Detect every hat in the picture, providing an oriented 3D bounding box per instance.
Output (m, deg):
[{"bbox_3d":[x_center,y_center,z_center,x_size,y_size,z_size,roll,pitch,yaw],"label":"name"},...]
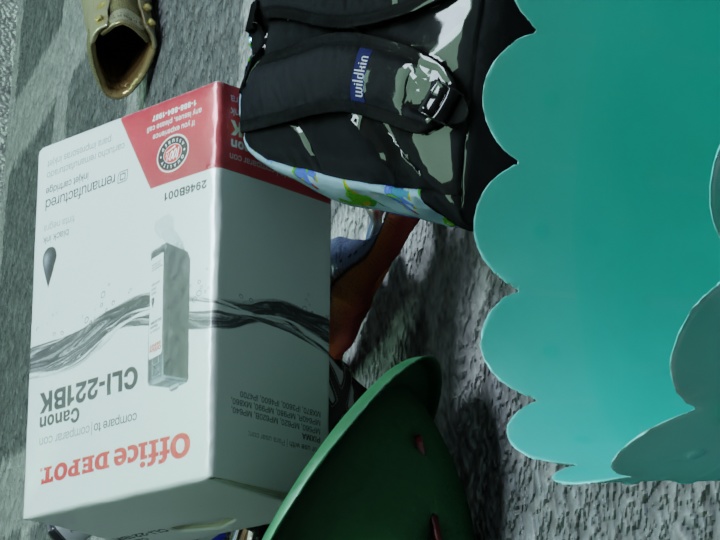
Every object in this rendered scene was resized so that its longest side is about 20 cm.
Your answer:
[{"bbox_3d":[0.050,0.164,1.095,0.200,0.175,0.166,-52,-20,-23],"label":"hat"}]

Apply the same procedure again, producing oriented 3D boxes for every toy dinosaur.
[{"bbox_3d":[0.000,0.000,1.311,0.181,0.105,0.201,6,131,60],"label":"toy dinosaur"}]

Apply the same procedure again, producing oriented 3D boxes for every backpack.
[{"bbox_3d":[0.023,-0.095,1.082,0.199,0.153,0.164,3,84,43],"label":"backpack"}]

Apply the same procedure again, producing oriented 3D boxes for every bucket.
[{"bbox_3d":[0.126,-0.034,0.683,0.207,0.134,0.209,-175,90,-75],"label":"bucket"}]

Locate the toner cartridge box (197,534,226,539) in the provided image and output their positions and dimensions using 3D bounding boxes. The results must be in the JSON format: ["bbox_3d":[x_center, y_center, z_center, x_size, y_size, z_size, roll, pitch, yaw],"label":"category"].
[{"bbox_3d":[-0.156,0.142,1.721,0.095,0.043,0.200,62,172,-14],"label":"toner cartridge box"}]

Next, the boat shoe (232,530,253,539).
[{"bbox_3d":[-0.042,0.170,1.358,0.200,0.072,0.073,115,169,-48],"label":"boat shoe"}]

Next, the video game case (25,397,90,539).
[{"bbox_3d":[-0.148,0.087,1.621,0.180,0.026,0.200,-37,26,5],"label":"video game case"}]

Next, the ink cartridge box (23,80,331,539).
[{"bbox_3d":[-0.091,0.026,1.175,0.144,0.083,0.202,-16,67,41],"label":"ink cartridge box"}]

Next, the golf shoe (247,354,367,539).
[{"bbox_3d":[-0.037,0.066,1.251,0.077,0.094,0.201,-21,78,39],"label":"golf shoe"}]

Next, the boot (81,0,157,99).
[{"bbox_3d":[-0.217,-0.274,2.141,0.156,0.072,0.201,-103,23,-51],"label":"boot"}]
